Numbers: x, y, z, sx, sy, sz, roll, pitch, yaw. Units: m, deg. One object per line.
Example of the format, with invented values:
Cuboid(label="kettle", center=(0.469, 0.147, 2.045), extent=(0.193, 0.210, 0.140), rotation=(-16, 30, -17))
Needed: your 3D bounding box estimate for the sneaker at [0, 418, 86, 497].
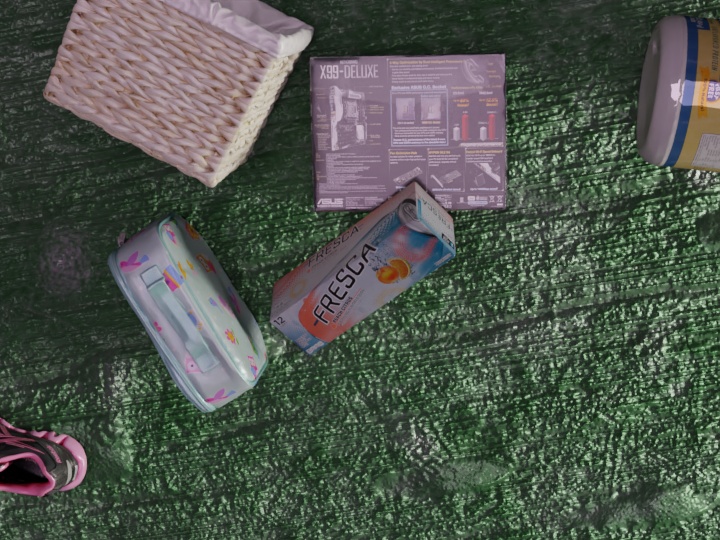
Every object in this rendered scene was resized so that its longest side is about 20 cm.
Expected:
Cuboid(label="sneaker", center=(-0.403, 0.203, 1.406), extent=(0.199, 0.095, 0.079), rotation=(9, 103, 5))

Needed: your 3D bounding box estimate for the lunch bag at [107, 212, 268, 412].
Cuboid(label="lunch bag", center=(-0.176, 0.040, 1.319), extent=(0.077, 0.160, 0.200), rotation=(-31, 98, 10))

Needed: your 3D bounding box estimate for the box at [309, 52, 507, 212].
Cuboid(label="box", center=(0.049, -0.140, 1.321), extent=(0.199, 0.050, 0.158), rotation=(-1, 100, 5))

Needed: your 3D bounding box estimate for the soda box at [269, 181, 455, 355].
Cuboid(label="soda box", center=(0.000, 0.000, 1.314), extent=(0.200, 0.068, 0.064), rotation=(-36, 119, 24))

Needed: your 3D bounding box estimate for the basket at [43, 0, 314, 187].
Cuboid(label="basket", center=(-0.174, -0.204, 1.254), extent=(0.200, 0.198, 0.161), rotation=(28, 104, -1))

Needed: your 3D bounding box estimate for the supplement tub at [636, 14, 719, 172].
Cuboid(label="supplement tub", center=(0.373, -0.163, 1.239), extent=(0.199, 0.145, 0.145), rotation=(6, 101, 4))
